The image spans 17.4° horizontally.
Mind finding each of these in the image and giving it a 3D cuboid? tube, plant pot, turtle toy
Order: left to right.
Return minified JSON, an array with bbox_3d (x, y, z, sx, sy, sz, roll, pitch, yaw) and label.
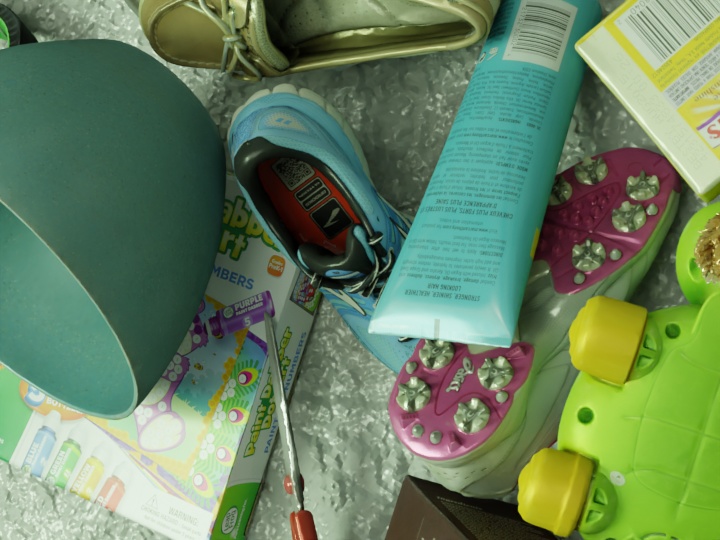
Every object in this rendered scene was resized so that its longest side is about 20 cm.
[{"bbox_3d":[-0.148,-0.041,1.209,0.200,0.200,0.135,29,63,26],"label":"plant pot"},{"bbox_3d":[0.068,-0.053,1.151,0.077,0.050,0.200,2,59,36],"label":"tube"},{"bbox_3d":[0.164,0.061,1.112,0.146,0.101,0.200,18,93,5],"label":"turtle toy"}]

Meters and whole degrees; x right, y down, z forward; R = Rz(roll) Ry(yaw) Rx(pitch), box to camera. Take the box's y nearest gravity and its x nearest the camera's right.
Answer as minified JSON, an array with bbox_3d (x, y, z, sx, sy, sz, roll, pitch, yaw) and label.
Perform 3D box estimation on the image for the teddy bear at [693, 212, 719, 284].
[{"bbox_3d":[0.206,-0.077,1.035,0.067,0.145,0.200,28,104,-11],"label":"teddy bear"}]

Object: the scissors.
[{"bbox_3d":[-0.035,0.125,1.240,0.014,0.073,0.200,-12,76,-11],"label":"scissors"}]

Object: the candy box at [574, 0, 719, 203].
[{"bbox_3d":[0.210,-0.134,1.123,0.200,0.026,0.102,-40,72,7],"label":"candy box"}]

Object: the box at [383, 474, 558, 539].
[{"bbox_3d":[0.061,0.175,1.112,0.075,0.200,0.100,16,97,-17],"label":"box"}]

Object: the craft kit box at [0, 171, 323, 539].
[{"bbox_3d":[-0.124,0.031,1.303,0.200,0.049,0.198,20,93,28],"label":"craft kit box"}]

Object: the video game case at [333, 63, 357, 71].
[{"bbox_3d":[0.021,-0.207,1.182,0.200,0.182,0.024,-23,33,25],"label":"video game case"}]

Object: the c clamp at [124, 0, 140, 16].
[{"bbox_3d":[-0.068,-0.199,1.248,0.171,0.027,0.200,17,129,16],"label":"c clamp"}]

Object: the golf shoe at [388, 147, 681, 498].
[{"bbox_3d":[0.093,0.027,1.164,0.075,0.092,0.200,29,71,36],"label":"golf shoe"}]

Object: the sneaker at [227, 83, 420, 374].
[{"bbox_3d":[0.000,0.000,1.186,0.078,0.090,0.200,-42,98,17],"label":"sneaker"}]

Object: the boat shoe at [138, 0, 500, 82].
[{"bbox_3d":[-0.025,-0.131,1.194,0.201,0.073,0.063,-3,42,19],"label":"boat shoe"}]

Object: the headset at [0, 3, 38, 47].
[{"bbox_3d":[-0.266,-0.078,1.327,0.123,0.094,0.200,15,66,43],"label":"headset"}]
